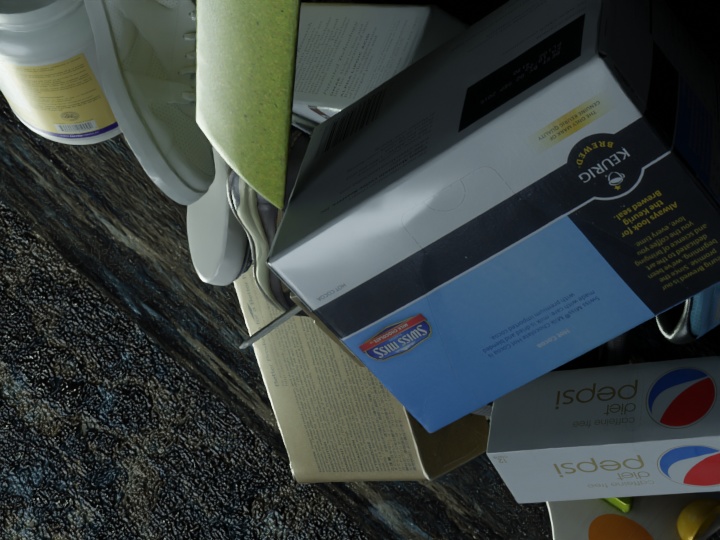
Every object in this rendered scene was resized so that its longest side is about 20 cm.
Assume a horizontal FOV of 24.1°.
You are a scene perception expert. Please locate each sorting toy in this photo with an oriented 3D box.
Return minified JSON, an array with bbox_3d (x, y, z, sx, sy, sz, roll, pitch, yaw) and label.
[{"bbox_3d":[0.189,0.132,1.210,0.180,0.200,0.107,42,127,22],"label":"sorting toy"}]

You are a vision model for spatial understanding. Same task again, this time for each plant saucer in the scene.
[{"bbox_3d":[-0.051,-0.165,0.813,0.048,0.200,0.200,3,147,-4],"label":"plant saucer"}]

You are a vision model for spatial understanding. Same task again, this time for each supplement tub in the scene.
[{"bbox_3d":[-0.250,-0.210,1.394,0.145,0.145,0.200,37,165,20],"label":"supplement tub"}]

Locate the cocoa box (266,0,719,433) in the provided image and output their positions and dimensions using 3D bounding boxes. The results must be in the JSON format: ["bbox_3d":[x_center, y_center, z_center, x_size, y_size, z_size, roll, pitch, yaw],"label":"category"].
[{"bbox_3d":[0.079,-0.039,0.829,0.200,0.133,0.131,-31,114,28],"label":"cocoa box"}]

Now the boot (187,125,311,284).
[{"bbox_3d":[-0.066,-0.078,1.177,0.090,0.200,0.073,12,151,-27],"label":"boot"}]

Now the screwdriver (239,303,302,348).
[{"bbox_3d":[0.000,0.000,1.064,0.028,0.200,0.029,34,-156,-46],"label":"screwdriver"}]

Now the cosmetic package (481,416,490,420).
[{"bbox_3d":[0.060,0.029,1.319,0.200,0.102,0.074,30,129,37],"label":"cosmetic package"}]

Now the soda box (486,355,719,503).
[{"bbox_3d":[0.187,0.103,1.093,0.200,0.064,0.068,-8,140,24],"label":"soda box"}]

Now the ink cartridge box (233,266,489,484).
[{"bbox_3d":[-0.004,0.055,1.267,0.165,0.075,0.200,-8,102,51],"label":"ink cartridge box"}]

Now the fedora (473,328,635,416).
[{"bbox_3d":[0.091,0.014,1.149,0.200,0.090,0.177,18,134,-5],"label":"fedora"}]

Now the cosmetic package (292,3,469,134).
[{"bbox_3d":[0.019,-0.109,1.020,0.102,0.074,0.200,26,174,-28],"label":"cosmetic package"}]

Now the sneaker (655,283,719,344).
[{"bbox_3d":[0.147,-0.039,0.924,0.200,0.090,0.078,47,165,-15],"label":"sneaker"}]

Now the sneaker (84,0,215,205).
[{"bbox_3d":[-0.109,-0.153,1.100,0.074,0.115,0.200,10,-121,-66],"label":"sneaker"}]

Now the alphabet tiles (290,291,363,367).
[{"bbox_3d":[0.066,0.015,1.056,0.200,0.006,0.166,-15,144,23],"label":"alphabet tiles"}]

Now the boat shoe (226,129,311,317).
[{"bbox_3d":[-0.029,-0.021,1.100,0.073,0.075,0.200,15,157,20],"label":"boat shoe"}]
